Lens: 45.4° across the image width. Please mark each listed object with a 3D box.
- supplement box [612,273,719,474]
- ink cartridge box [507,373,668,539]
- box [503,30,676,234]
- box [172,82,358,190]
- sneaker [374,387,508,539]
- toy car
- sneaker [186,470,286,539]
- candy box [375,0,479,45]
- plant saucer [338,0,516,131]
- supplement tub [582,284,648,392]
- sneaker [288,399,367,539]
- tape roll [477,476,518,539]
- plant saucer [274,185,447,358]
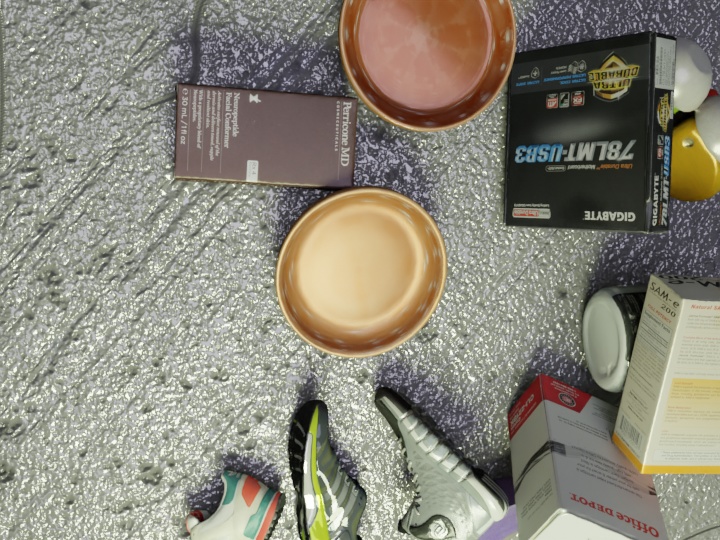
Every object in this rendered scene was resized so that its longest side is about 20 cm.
[{"bbox_3d":[0.360,0.113,0.927,0.123,0.074,0.204,4,109,-13],"label":"supplement box"},{"bbox_3d":[0.250,0.236,0.969,0.142,0.202,0.084,24,124,-12],"label":"ink cartridge box"},{"bbox_3d":[0.246,-0.145,0.945,0.049,0.198,0.204,-1,96,-38],"label":"box"},{"bbox_3d":[-0.104,-0.142,0.940,0.195,0.075,0.103,2,94,-13],"label":"box"},{"bbox_3d":[0.063,0.237,0.979,0.200,0.075,0.116,43,98,19],"label":"sneaker"},{"bbox_3d":[0.353,-0.183,0.995,0.200,0.174,0.151,45,51,-10],"label":"toy car"},{"bbox_3d":[-0.165,0.322,0.977,0.092,0.070,0.203,29,91,6],"label":"sneaker"},{"bbox_3d":[0.049,-0.362,0.959,0.114,0.056,0.204,-17,99,-9],"label":"candy box"},{"bbox_3d":[0.071,-0.253,0.930,0.195,0.032,0.205,-1,95,-11],"label":"plant saucer"},{"bbox_3d":[0.376,0.077,1.024,0.195,0.122,0.126,-2,95,-11],"label":"supplement tub"},{"bbox_3d":[-0.035,0.245,0.992,0.079,0.074,0.205,-8,102,-19],"label":"sneaker"},{"bbox_3d":[0.191,0.360,1.031,0.195,0.085,0.205,-1,94,-11],"label":"tape roll"},{"bbox_3d":[0.000,0.000,0.965,0.195,0.038,0.204,-5,114,-11],"label":"plant saucer"}]
